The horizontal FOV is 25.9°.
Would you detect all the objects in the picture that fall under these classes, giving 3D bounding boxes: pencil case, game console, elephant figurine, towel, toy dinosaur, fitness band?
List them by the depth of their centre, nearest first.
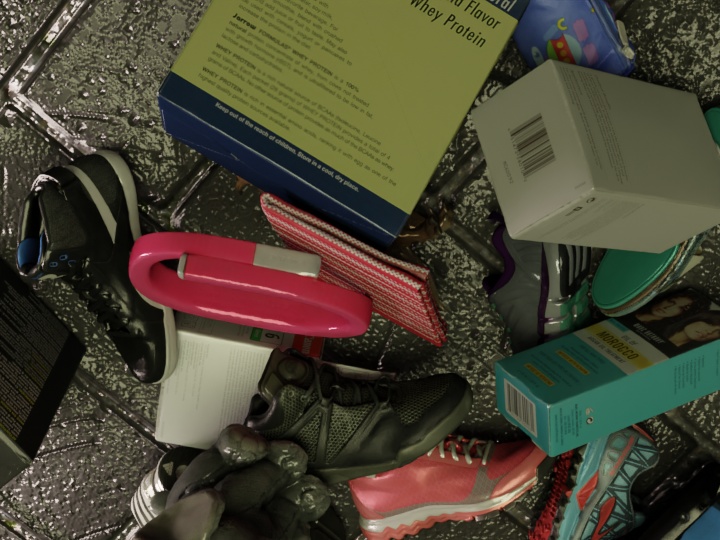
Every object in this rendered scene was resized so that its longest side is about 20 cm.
[{"bbox_3d":[0.142,-0.217,1.191,0.086,0.078,0.201,-15,114,39],"label":"pencil case"},{"bbox_3d":[-0.109,0.222,1.217,0.140,0.201,0.156,28,123,-2],"label":"elephant figurine"},{"bbox_3d":[0.000,0.000,1.219,0.143,0.200,0.023,28,81,13],"label":"towel"},{"bbox_3d":[-0.087,0.015,1.245,0.197,0.144,0.038,12,73,0],"label":"fitness band"},{"bbox_3d":[-0.006,-0.046,1.277,0.134,0.086,0.201,-25,116,17],"label":"toy dinosaur"},{"bbox_3d":[0.278,0.279,1.364,0.116,0.176,0.200,44,107,9],"label":"game console"}]

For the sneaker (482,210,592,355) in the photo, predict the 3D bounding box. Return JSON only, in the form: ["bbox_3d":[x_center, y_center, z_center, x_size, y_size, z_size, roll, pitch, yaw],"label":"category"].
[{"bbox_3d":[0.146,0.043,1.323,0.087,0.074,0.203,16,121,30],"label":"sneaker"}]

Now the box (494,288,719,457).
[{"bbox_3d":[0.213,0.080,1.262,0.198,0.082,0.050,-19,121,-22],"label":"box"}]

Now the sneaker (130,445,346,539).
[{"bbox_3d":[-0.117,0.229,1.421,0.199,0.076,0.115,27,140,-21],"label":"sneaker"}]

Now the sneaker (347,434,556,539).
[{"bbox_3d":[0.073,0.173,1.361,0.198,0.074,0.088,-21,103,22],"label":"sneaker"}]

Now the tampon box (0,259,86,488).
[{"bbox_3d":[-0.339,0.108,1.301,0.149,0.200,0.126,-38,106,18],"label":"tampon box"}]

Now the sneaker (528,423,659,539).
[{"bbox_3d":[0.208,0.223,1.376,0.094,0.080,0.202,12,116,-6],"label":"sneaker"}]

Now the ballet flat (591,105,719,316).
[{"bbox_3d":[0.266,-0.039,1.269,0.074,0.074,0.201,29,115,-8],"label":"ballet flat"}]

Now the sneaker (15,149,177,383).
[{"bbox_3d":[-0.226,0.011,1.285,0.072,0.111,0.203,-6,104,43],"label":"sneaker"}]

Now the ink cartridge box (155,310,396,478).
[{"bbox_3d":[-0.074,0.108,1.363,0.197,0.050,0.110,11,112,-1],"label":"ink cartridge box"}]

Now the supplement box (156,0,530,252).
[{"bbox_3d":[-0.015,-0.151,1.149,0.198,0.134,0.201,30,83,-2],"label":"supplement box"}]

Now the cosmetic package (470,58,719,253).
[{"bbox_3d":[0.186,-0.080,1.164,0.084,0.199,0.109,-31,66,37],"label":"cosmetic package"}]

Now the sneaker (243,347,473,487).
[{"bbox_3d":[-0.010,0.110,1.291,0.197,0.077,0.115,-18,116,16],"label":"sneaker"}]
